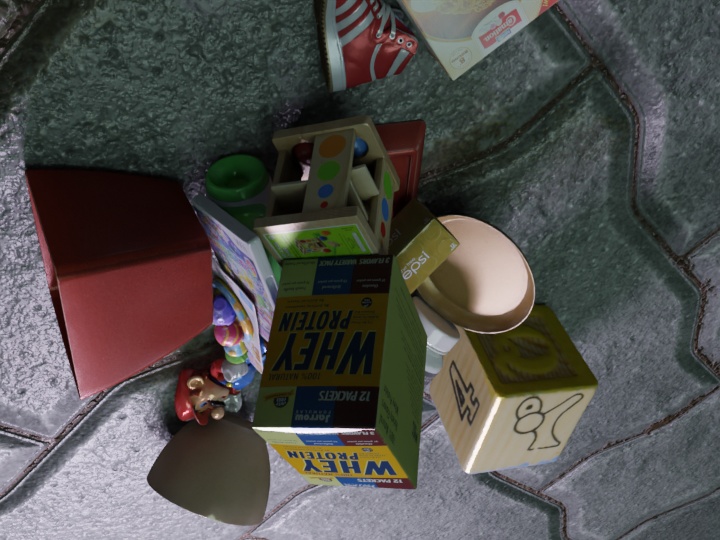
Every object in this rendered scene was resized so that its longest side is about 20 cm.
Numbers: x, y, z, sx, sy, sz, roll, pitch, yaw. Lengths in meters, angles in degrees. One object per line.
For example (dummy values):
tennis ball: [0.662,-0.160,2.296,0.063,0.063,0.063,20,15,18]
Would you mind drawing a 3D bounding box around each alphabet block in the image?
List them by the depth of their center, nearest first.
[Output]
alphabet block: [0.251,0.199,1.295,0.193,0.197,0.201,-3,131,-21]

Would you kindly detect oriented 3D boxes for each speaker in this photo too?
speaker: [-0.144,-0.048,0.992,0.088,0.089,0.201,-14,134,-9]

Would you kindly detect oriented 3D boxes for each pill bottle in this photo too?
pill bottle: [0.055,0.146,1.172,0.113,0.113,0.200,27,110,-37]

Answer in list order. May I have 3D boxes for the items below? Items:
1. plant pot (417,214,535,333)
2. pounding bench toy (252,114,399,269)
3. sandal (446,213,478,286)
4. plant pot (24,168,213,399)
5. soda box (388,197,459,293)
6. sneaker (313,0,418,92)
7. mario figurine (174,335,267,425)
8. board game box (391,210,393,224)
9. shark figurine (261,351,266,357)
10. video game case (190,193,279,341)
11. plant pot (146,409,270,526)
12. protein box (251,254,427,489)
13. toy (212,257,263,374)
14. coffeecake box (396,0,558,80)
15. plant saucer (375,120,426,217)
plant pot: [0.160,0.002,1.094,0.028,0.199,0.201,-47,153,-42]
pounding bench toy: [-0.020,-0.065,0.918,0.123,0.157,0.200,-6,146,20]
sandal: [0.152,0.000,1.164,0.045,0.076,0.201,-9,136,-2]
plant pot: [-0.280,-0.002,0.915,0.175,0.200,0.201,-13,135,-24]
soda box: [0.034,0.002,1.027,0.200,0.064,0.068,-46,129,7]
sneaker: [0.007,-0.294,0.837,0.111,0.072,0.201,-11,141,-6]
mario figurine: [-0.191,0.175,1.158,0.199,0.106,0.124,-33,122,5]
board game box: [0.000,0.000,1.063,0.102,0.019,0.201,-16,127,-15]
shark figurine: [-0.050,0.131,1.128,0.128,0.090,0.214,-39,162,5]
video game case: [-0.133,0.015,0.921,0.018,0.143,0.201,-34,131,-21]
plant pot: [-0.226,0.304,1.228,0.199,0.200,0.136,24,85,-36]
protein box: [-0.012,0.121,0.873,0.134,0.202,0.199,-3,147,16]
toy: [-0.180,0.069,1.012,0.047,0.115,0.201,-36,154,-20]
coffeecake box: [0.107,-0.338,0.836,0.153,0.073,0.200,-36,134,11]
plant saucer: [-0.008,-0.099,1.034,0.198,0.037,0.201,-9,132,-14]
